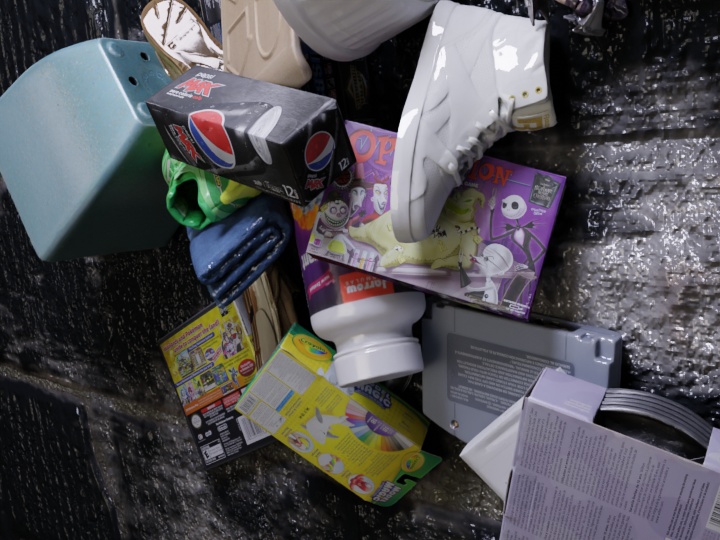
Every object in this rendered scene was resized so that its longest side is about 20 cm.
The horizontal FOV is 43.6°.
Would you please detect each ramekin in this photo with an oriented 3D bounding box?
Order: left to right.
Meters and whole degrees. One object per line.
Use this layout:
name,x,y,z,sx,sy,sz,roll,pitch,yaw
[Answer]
ramekin,0.000,-0.283,0.728,0.093,0.201,0.207,-8,96,33

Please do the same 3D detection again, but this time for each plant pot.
plant pot,-0.284,-0.157,1.044,0.199,0.194,0.199,-39,74,34

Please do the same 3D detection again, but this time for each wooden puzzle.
wooden puzzle,-0.085,-0.248,0.815,0.184,0.045,0.205,-16,81,64

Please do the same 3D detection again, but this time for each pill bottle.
pill bottle,0.000,0.000,0.835,0.110,0.110,0.205,-21,76,45

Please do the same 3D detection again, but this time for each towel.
towel,-0.123,-0.046,0.912,0.111,0.049,0.200,-41,25,5

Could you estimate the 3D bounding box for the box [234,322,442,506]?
box,-0.018,0.154,0.917,0.199,0.049,0.118,37,129,-4

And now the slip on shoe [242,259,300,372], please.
slip on shoe,-0.097,0.025,1.000,0.076,0.059,0.204,115,145,-64

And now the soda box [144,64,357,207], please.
soda box,-0.100,-0.121,0.781,0.198,0.071,0.064,22,143,41

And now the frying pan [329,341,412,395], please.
frying pan,-0.001,0.043,0.931,0.113,0.031,0.195,-9,97,44

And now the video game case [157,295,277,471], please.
video game case,-0.170,0.141,1.123,0.199,0.025,0.184,-30,80,45

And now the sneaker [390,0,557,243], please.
sneaker,0.094,-0.113,0.708,0.113,0.074,0.205,12,81,17

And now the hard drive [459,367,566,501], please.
hard drive,0.192,0.189,0.740,0.200,0.027,0.132,45,130,4

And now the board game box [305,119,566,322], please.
board game box,0.062,-0.044,0.756,0.196,0.032,0.123,16,81,15

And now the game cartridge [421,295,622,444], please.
game cartridge,0.139,0.104,0.804,0.197,0.040,0.137,13,106,42

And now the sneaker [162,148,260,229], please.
sneaker,-0.168,-0.091,0.903,0.075,0.084,0.199,53,164,-24

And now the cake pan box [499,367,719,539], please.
cake pan box,0.201,0.187,0.683,0.181,0.052,0.204,16,123,22

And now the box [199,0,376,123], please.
box,-0.080,-0.235,0.915,0.196,0.049,0.205,-4,98,44

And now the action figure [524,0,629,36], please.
action figure,0.187,-0.236,0.644,0.198,0.069,0.133,13,117,45

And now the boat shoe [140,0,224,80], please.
boat shoe,-0.149,-0.191,0.925,0.202,0.071,0.065,54,168,9
